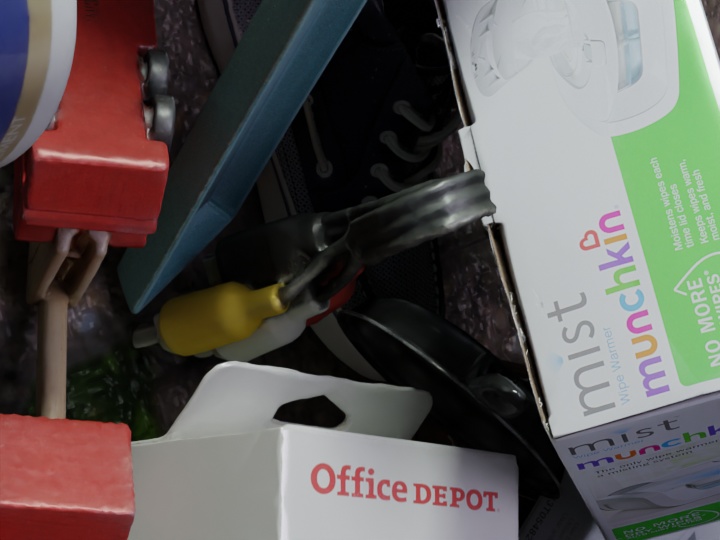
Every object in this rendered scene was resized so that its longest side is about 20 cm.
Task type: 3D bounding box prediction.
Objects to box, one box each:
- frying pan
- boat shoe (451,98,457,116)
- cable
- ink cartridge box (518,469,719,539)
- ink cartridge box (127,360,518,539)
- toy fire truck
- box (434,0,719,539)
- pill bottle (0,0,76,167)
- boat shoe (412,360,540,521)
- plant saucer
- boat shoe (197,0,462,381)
[{"bbox_3d":[0.033,0.035,0.818,0.031,0.115,0.190,-50,160,-11],"label":"frying pan"},{"bbox_3d":[0.049,-0.125,0.883,0.072,0.201,0.072,8,51,-6],"label":"boat shoe"},{"bbox_3d":[0.000,0.000,0.778,0.097,0.200,0.051,-13,91,-35],"label":"cable"},{"bbox_3d":[0.148,0.138,0.965,0.199,0.041,0.200,23,100,-43],"label":"ink cartridge box"},{"bbox_3d":[-0.027,0.140,0.783,0.128,0.125,0.201,13,73,-46],"label":"ink cartridge box"},{"bbox_3d":[-0.101,-0.016,0.751,0.048,0.142,0.201,5,40,-14],"label":"toy fire truck"},{"bbox_3d":[0.100,-0.018,0.808,0.177,0.096,0.201,57,19,-66],"label":"box"},{"bbox_3d":[-0.184,-0.065,0.578,0.199,0.111,0.112,-16,95,-47],"label":"pill bottle"},{"bbox_3d":[0.103,0.084,0.977,0.199,0.070,0.071,21,68,-43],"label":"boat shoe"},{"bbox_3d":[-0.037,-0.060,0.764,0.019,0.200,0.070,40,50,3],"label":"plant saucer"},{"bbox_3d":[0.008,-0.048,0.878,0.075,0.092,0.201,-39,111,-43],"label":"boat shoe"}]
